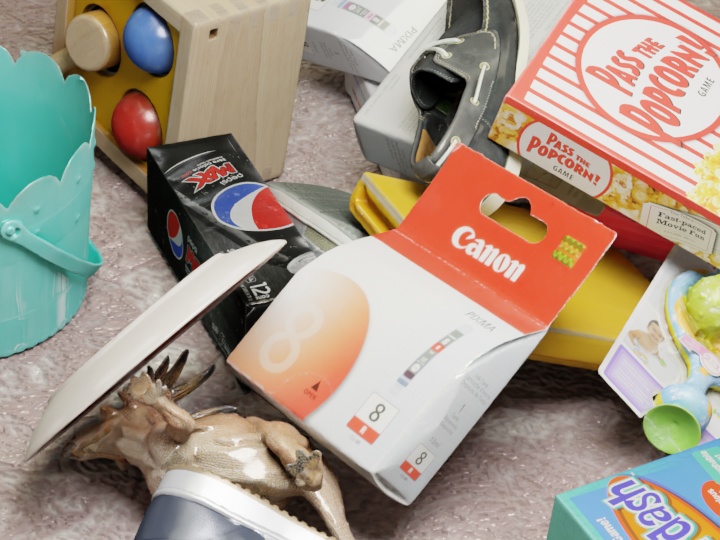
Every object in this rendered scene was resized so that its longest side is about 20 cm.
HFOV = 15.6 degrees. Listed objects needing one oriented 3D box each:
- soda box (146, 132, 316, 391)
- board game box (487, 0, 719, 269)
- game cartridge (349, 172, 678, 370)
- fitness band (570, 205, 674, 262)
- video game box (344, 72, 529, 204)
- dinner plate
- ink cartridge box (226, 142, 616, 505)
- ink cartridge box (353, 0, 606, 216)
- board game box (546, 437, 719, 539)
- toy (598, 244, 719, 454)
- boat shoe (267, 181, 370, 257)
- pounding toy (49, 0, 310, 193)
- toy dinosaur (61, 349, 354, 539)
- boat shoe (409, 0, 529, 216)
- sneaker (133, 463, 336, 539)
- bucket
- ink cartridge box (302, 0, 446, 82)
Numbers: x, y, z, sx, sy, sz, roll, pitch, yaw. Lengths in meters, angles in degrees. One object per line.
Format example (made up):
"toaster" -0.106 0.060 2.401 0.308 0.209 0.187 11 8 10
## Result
"soda box" -0.080 -0.010 1.709 0.063 0.071 0.200 -11 37 -20
"board game box" 0.202 -0.094 1.661 0.200 0.046 0.152 29 53 6
"game cartridge" 0.111 0.009 1.668 0.200 0.032 0.176 13 24 -35
"fitness band" 0.211 -0.068 1.792 0.200 0.037 0.144 15 48 -9
"video game box" 0.103 -0.113 1.900 0.200 0.047 0.182 -5 37 -12
"dinner plate" -0.125 0.041 1.536 0.024 0.200 0.200 49 45 1
"ink cartridge box" 0.033 0.019 1.545 0.200 0.050 0.162 -54 42 -2
"ink cartridge box" 0.119 -0.113 1.766 0.200 0.047 0.160 24 62 29
"board game box" 0.229 0.161 1.488 0.200 0.045 0.152 -17 45 -26
"toy" 0.229 0.043 1.626 0.115 0.047 0.200 46 42 -5
"boat shoe" 0.002 0.000 1.707 0.074 0.065 0.202 2 26 -46
"pounding toy" -0.160 -0.150 1.837 0.142 0.184 0.200 -20 46 -35
"toy dinosaur" -0.076 0.108 1.533 0.200 0.086 0.136 20 8 3
"boat shoe" 0.067 -0.128 1.705 0.068 0.072 0.200 22 49 -21
"sneaker" -0.040 0.194 1.413 0.200 0.070 0.109 26 57 5
"bucket" -0.263 -0.044 1.690 0.207 0.135 0.207 2 35 -1
"ink cartridge box" 0.058 -0.202 1.897 0.163 0.057 0.200 -45 36 -21
